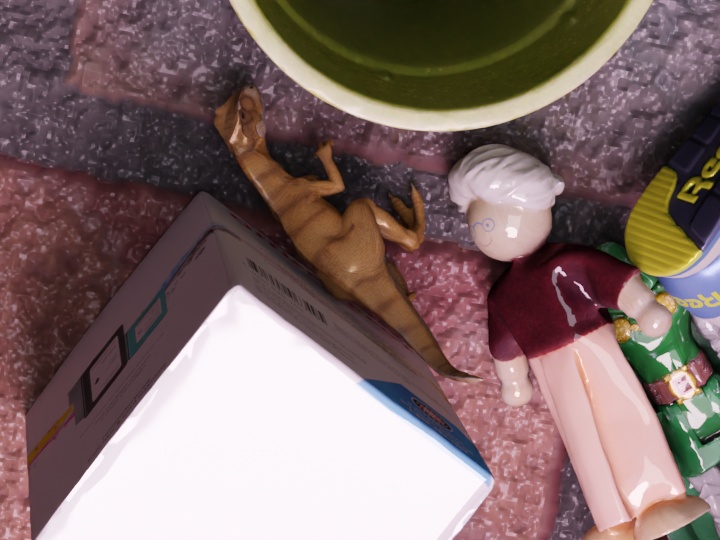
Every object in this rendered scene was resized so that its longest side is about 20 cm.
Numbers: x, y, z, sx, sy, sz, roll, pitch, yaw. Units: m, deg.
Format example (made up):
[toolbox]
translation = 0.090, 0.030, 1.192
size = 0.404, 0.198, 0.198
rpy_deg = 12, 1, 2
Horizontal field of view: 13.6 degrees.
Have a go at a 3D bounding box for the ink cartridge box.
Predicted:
[ink cartridge box]
translation = -0.052, 0.080, 1.362
size = 0.146, 0.200, 0.146
rpy_deg = 37, 96, -13

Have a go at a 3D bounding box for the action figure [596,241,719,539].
[action figure]
translation = 0.166, 0.072, 1.468
size = 0.118, 0.055, 0.201
rpy_deg = -33, 100, 3

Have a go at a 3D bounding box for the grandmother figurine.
[grandmother figurine]
translation = 0.099, 0.033, 1.424
size = 0.121, 0.060, 0.201
rpy_deg = -27, 87, 38

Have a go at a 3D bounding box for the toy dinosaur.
[toy dinosaur]
translation = 0.000, 0.000, 1.395
size = 0.200, 0.106, 0.060
rpy_deg = 47, 111, 22

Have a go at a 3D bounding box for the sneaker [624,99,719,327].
[sneaker]
translation = 0.212, -0.055, 1.435
size = 0.200, 0.074, 0.082
rpy_deg = -47, 123, -7

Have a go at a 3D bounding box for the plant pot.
[plant pot]
translation = 0.022, -0.174, 1.324
size = 0.199, 0.190, 0.201
rpy_deg = -2, 101, -8
